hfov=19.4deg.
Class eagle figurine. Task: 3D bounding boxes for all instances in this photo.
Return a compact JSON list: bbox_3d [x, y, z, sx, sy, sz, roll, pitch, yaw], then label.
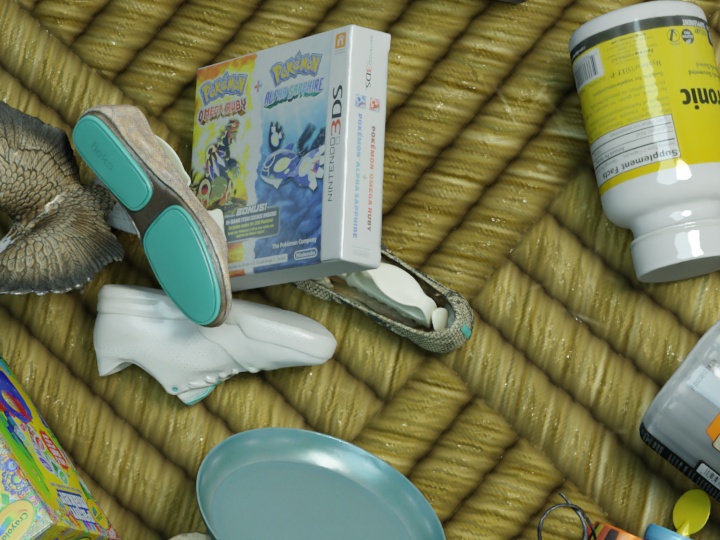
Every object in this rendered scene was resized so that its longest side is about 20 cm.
[{"bbox_3d":[-0.253,-0.040,1.643,0.151,0.200,0.152,15,82,11],"label":"eagle figurine"}]

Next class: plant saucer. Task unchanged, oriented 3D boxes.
[{"bbox_3d":[-0.032,0.193,1.593,0.200,0.200,0.027,31,122,12],"label":"plant saucer"}]

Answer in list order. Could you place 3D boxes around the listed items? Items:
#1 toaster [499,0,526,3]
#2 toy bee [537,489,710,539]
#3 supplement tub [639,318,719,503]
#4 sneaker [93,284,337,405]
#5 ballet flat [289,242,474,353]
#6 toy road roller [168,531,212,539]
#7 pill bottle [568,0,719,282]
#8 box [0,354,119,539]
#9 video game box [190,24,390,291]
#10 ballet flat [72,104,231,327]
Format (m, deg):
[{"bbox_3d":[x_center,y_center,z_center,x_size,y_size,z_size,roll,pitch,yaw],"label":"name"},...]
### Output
[{"bbox_3d":[0.065,-0.298,1.656,0.199,0.181,0.119,12,85,11],"label":"toaster"},{"bbox_3d":[0.215,0.215,1.591,0.131,0.109,0.200,-45,102,-10],"label":"toy bee"},{"bbox_3d":[0.317,0.136,1.568,0.200,0.123,0.123,38,87,13],"label":"supplement tub"},{"bbox_3d":[-0.117,0.067,1.679,0.199,0.075,0.089,9,94,16],"label":"sneaker"},{"bbox_3d":[0.000,0.000,1.663,0.199,0.075,0.068,28,82,12],"label":"ballet flat"},{"bbox_3d":[-0.058,0.270,1.604,0.146,0.123,0.200,-34,80,-12],"label":"toy road roller"},{"bbox_3d":[0.232,-0.097,1.628,0.111,0.111,0.201,-12,79,6],"label":"pill bottle"},{"bbox_3d":[-0.306,0.157,1.616,0.122,0.200,0.193,-35,78,0],"label":"box"},{"bbox_3d":[-0.059,-0.084,1.644,0.200,0.047,0.183,-10,72,48],"label":"video game box"},{"bbox_3d":[-0.145,-0.049,1.641,0.068,0.067,0.200,-36,82,35],"label":"ballet flat"}]
